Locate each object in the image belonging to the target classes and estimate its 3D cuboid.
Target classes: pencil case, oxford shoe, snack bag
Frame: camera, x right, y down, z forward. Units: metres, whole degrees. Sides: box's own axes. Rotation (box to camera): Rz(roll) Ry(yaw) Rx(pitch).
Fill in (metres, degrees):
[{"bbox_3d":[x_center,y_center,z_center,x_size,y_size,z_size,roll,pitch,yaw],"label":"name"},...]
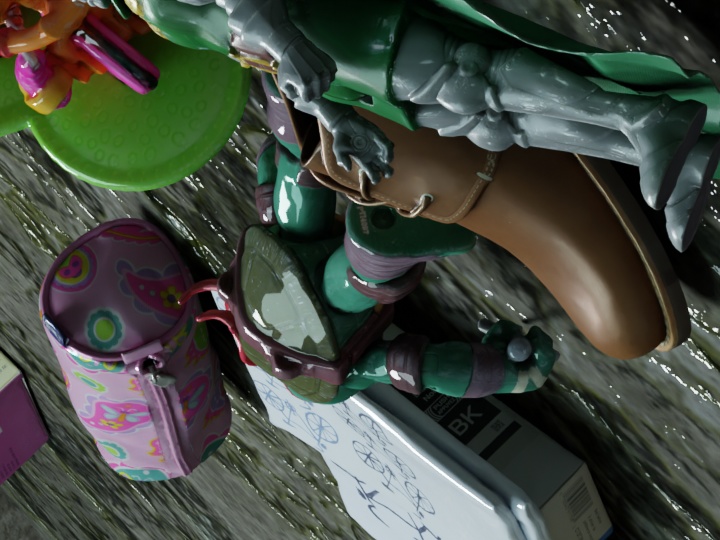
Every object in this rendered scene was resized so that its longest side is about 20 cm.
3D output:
[{"bbox_3d":[-0.119,0.048,1.518,0.087,0.087,0.200,42,165,18],"label":"pencil case"},{"bbox_3d":[0.022,-0.039,0.879,0.200,0.071,0.071,47,165,-5],"label":"oxford shoe"},{"bbox_3d":[0.025,0.102,1.211,0.188,0.021,0.200,36,162,35],"label":"snack bag"}]

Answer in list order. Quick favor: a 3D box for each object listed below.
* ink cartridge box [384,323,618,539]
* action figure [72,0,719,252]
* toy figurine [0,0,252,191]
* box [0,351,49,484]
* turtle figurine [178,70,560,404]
[{"bbox_3d":[0.031,0.072,1.230,0.200,0.039,0.100,35,162,37],"label":"ink cartridge box"},{"bbox_3d":[-0.001,-0.060,0.753,0.199,0.055,0.118,21,170,20],"label":"action figure"},{"bbox_3d":[-0.138,-0.113,0.896,0.200,0.150,0.184,40,-179,12],"label":"toy figurine"},{"bbox_3d":[-0.369,0.079,2.340,0.200,0.097,0.176,44,166,16],"label":"box"},{"bbox_3d":[0.000,0.000,1.012,0.150,0.101,0.200,43,160,17],"label":"turtle figurine"}]
